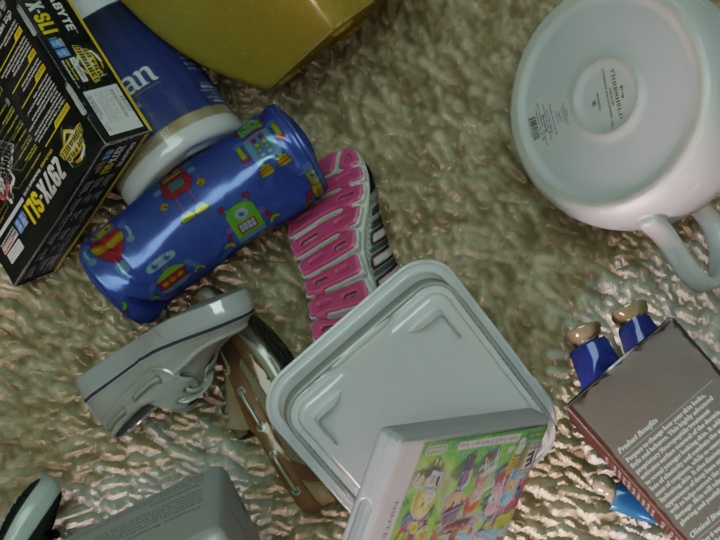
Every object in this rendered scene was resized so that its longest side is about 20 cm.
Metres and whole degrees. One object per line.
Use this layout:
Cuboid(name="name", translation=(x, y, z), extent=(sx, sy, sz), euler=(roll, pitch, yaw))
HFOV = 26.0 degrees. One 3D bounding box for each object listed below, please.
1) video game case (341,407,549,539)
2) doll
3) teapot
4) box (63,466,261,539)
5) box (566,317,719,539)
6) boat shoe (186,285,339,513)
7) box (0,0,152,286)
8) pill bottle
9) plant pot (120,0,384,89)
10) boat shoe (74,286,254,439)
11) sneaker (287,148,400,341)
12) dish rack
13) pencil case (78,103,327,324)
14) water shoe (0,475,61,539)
Cuboid(name="video game case", translation=(0.046, 0.185, 1.060), extent=(0.022, 0.199, 0.183), euler=(27, 104, 31))
Cuboid(name="doll", translation=(0.230, 0.123, 1.160), extent=(0.136, 0.048, 0.201), euler=(-24, 77, 3))
Cuboid(name="teapot", translation=(0.220, -0.115, 1.164), extent=(0.197, 0.146, 0.201), euler=(35, 107, 37))
Cuboid(name="box", translation=(-0.141, 0.280, 1.081), extent=(0.198, 0.171, 0.201), euler=(-26, 98, -1))
Cuboid(name="box", translation=(0.244, 0.143, 1.090), extent=(0.100, 0.075, 0.200), euler=(-39, 76, -2))
Cuboid(name="boat shoe", translation=(-0.076, 0.098, 1.189), extent=(0.072, 0.076, 0.200), euler=(-41, 70, 7))
Cuboid(name="box", translation=(-0.255, -0.108, 1.198), extent=(0.049, 0.200, 0.160), euler=(-23, 73, -43))
Cuboid(name="pill bottle", translation=(-0.188, -0.154, 1.230), extent=(0.111, 0.111, 0.200), euler=(-36, 77, -1))
Cuboid(name="plant pot", translation=(-0.070, -0.258, 1.176), extent=(0.200, 0.195, 0.194), euler=(53, 51, -5))
Cuboid(name="boat shoe", translation=(-0.140, 0.074, 1.164), extent=(0.199, 0.072, 0.066), euler=(-30, 87, 37))
Cuboid(name="sneaker", translation=(0.000, 0.000, 1.202), extent=(0.073, 0.087, 0.201), euler=(-26, 53, 24))
Cuboid(name="dish rack", translation=(0.046, 0.110, 1.127), extent=(0.171, 0.044, 0.200), euler=(-40, 117, -2))
Cuboid(name="pencil case", translation=(-0.117, -0.037, 1.179), extent=(0.199, 0.087, 0.078), euler=(-37, 33, -1))
Cuboid(name="water shoe", translation=(-0.257, 0.258, 1.191), extent=(0.078, 0.071, 0.201), euler=(23, 85, -12))
